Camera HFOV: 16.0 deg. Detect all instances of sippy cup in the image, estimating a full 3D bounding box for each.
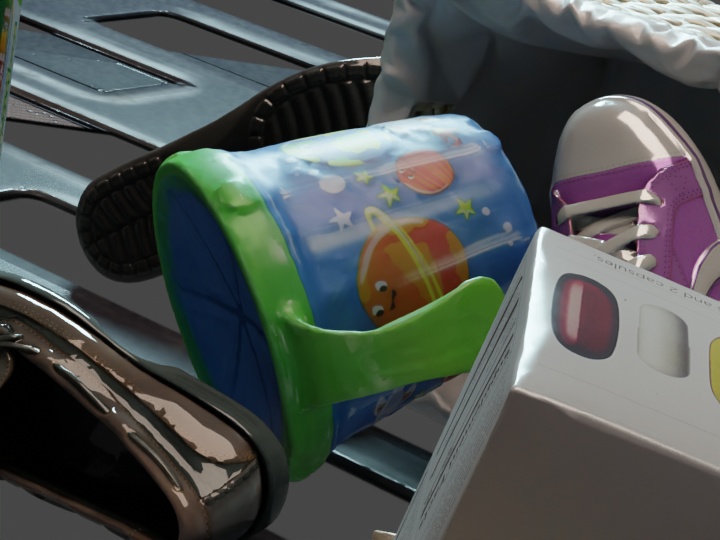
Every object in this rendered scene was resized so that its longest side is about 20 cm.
[{"bbox_3d":[0.000,0.000,1.037,0.129,0.140,0.178,-20,56,-19],"label":"sippy cup"}]

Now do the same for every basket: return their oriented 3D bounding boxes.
[{"bbox_3d":[0.118,-0.024,1.136,0.199,0.200,0.160,23,20,36],"label":"basket"}]

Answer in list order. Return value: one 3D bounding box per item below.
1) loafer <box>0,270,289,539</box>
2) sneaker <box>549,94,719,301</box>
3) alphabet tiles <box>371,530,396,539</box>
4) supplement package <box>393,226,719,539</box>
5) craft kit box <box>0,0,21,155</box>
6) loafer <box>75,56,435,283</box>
[{"bbox_3d":[-0.123,0.053,0.982,0.199,0.072,0.063,21,27,24],"label":"loafer"},{"bbox_3d":[0.096,0.017,0.966,0.072,0.202,0.114,-16,-21,25],"label":"sneaker"},{"bbox_3d":[0.101,0.118,0.882,0.198,0.015,0.196,12,-7,4],"label":"alphabet tiles"},{"bbox_3d":[0.108,0.109,0.725,0.199,0.157,0.111,22,25,-2],"label":"supplement package"},{"bbox_3d":[-0.169,-0.098,1.093,0.048,0.202,0.197,8,-4,-10],"label":"craft kit box"},{"bbox_3d":[-0.040,-0.053,1.234,0.198,0.074,0.071,-16,2,11],"label":"loafer"}]
